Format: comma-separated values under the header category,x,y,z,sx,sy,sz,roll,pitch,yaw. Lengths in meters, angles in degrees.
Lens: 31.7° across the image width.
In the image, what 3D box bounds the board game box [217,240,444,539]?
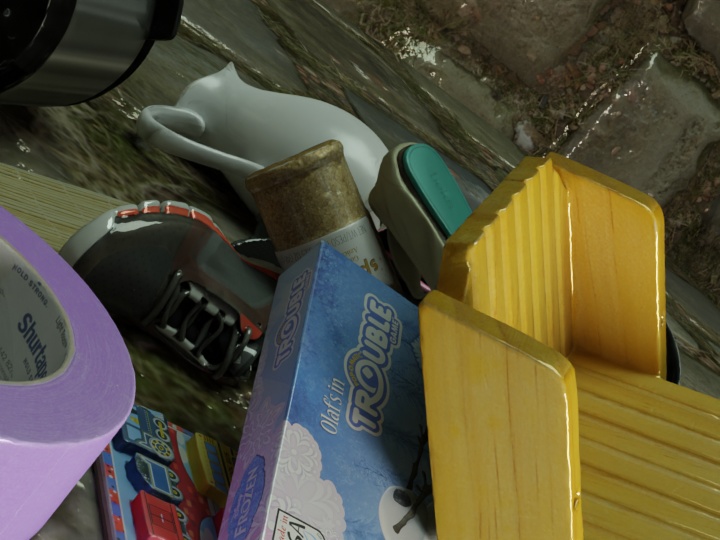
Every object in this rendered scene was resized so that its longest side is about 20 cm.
category,x,y,z,sx,sy,sz,roll,pitch,yaw
board game box,0.031,0.112,0.640,0.199,0.043,0.200,34,39,-22

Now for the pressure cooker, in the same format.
category,x,y,z,sx,sy,sz,roll,pitch,yaw
pressure cooker,-0.233,-0.200,0.872,0.176,0.178,0.200,56,16,5

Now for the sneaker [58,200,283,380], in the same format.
category,x,y,z,sx,sy,sz,roll,pitch,yaw
sneaker,-0.091,0.021,0.757,0.200,0.077,0.082,21,29,-51

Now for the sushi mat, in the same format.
category,x,y,z,sx,sy,sz,roll,pitch,yaw
sushi mat,-0.174,-0.028,0.814,0.096,0.012,0.200,47,16,31

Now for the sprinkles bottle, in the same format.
category,x,y,z,sx,sy,sz,roll,pitch,yaw
sprinkles bottle,-0.006,0.021,0.803,0.068,0.068,0.201,-51,118,-76

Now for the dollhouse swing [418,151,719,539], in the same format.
category,x,y,z,sx,sy,sz,roll,pitch,yaw
dollhouse swing,0.148,0.054,0.615,0.175,0.182,0.200,6,25,25

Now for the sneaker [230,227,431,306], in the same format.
category,x,y,z,sx,sy,sz,roll,pitch,yaw
sneaker,0.000,0.000,0.865,0.199,0.096,0.079,11,45,2

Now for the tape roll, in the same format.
category,x,y,z,sx,sy,sz,roll,pitch,yaw
tape roll,-0.191,0.022,0.511,0.200,0.066,0.200,38,14,-11

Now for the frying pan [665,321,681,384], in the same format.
category,x,y,z,sx,sy,sz,roll,pitch,yaw
frying pan,0.156,0.091,0.821,0.114,0.031,0.191,8,64,-13

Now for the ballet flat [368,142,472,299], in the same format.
category,x,y,z,sx,sy,sz,roll,pitch,yaw
ballet flat,0.065,0.014,0.788,0.200,0.069,0.069,61,19,15

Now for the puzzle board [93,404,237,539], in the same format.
category,x,y,z,sx,sy,sz,roll,pitch,yaw
puzzle board,-0.055,0.140,0.595,0.150,0.017,0.200,31,17,-30

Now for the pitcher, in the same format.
category,x,y,z,sx,sy,sz,roll,pitch,yaw
pitcher,-0.079,-0.094,1.087,0.200,0.122,0.171,32,28,16

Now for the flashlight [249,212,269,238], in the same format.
category,x,y,z,sx,sy,sz,roll,pitch,yaw
flashlight,-0.005,0.001,1.047,0.200,0.068,0.068,26,-9,-40
